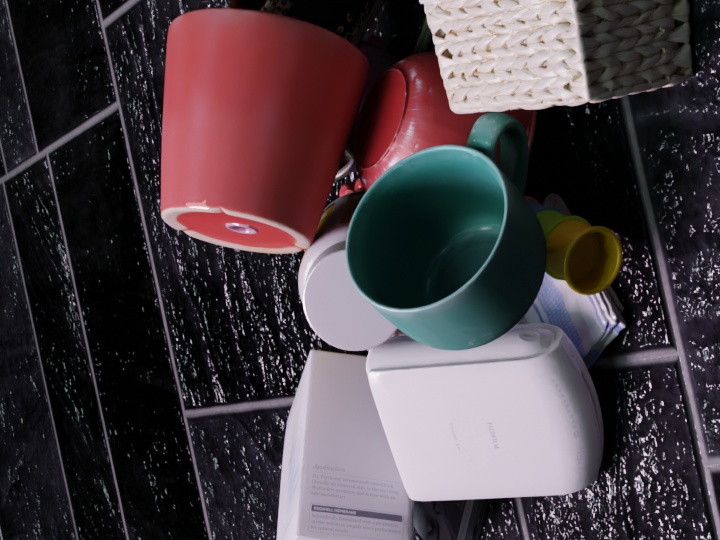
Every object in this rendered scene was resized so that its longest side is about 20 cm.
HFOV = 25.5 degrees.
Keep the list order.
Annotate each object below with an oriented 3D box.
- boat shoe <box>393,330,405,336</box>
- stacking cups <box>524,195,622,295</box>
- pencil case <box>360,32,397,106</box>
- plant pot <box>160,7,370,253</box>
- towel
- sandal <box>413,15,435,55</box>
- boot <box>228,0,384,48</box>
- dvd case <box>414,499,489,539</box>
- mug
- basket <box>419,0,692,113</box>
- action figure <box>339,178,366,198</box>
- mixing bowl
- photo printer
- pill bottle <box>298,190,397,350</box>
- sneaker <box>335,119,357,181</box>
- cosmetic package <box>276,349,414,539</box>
[{"bbox_3d":[0.065,0.068,1.614,0.200,0.071,0.073,158,100,-67],"label":"boat shoe"},{"bbox_3d":[0.148,-0.035,1.405,0.200,0.060,0.061,31,126,57],"label":"stacking cups"},{"bbox_3d":[-0.022,-0.167,1.695,0.200,0.087,0.088,-50,57,55],"label":"pencil case"},{"bbox_3d":[-0.098,-0.120,1.461,0.200,0.199,0.179,-14,64,61],"label":"plant pot"},{"bbox_3d":[0.169,0.040,1.485,0.148,0.024,0.200,65,149,25],"label":"towel"},{"bbox_3d":[0.095,-0.252,1.463,0.201,0.079,0.058,129,137,-55],"label":"sandal"},{"bbox_3d":[-0.048,-0.285,1.564,0.073,0.150,0.202,14,77,37],"label":"boot"},{"bbox_3d":[0.072,0.221,1.730,0.200,0.016,0.150,48,139,42],"label":"dvd case"},{"bbox_3d":[0.091,-0.021,1.327,0.184,0.114,0.153,-36,50,10],"label":"mug"},{"bbox_3d":[0.160,-0.199,1.293,0.199,0.135,0.125,2,105,56],"label":"basket"},{"bbox_3d":[0.025,-0.051,1.681,0.066,0.098,0.201,59,168,25],"label":"action figure"},{"bbox_3d":[0.062,-0.123,1.454,0.200,0.108,0.202,-43,37,46],"label":"mixing bowl"},{"bbox_3d":[0.120,0.131,1.452,0.198,0.070,0.168,-5,120,23],"label":"photo printer"},{"bbox_3d":[0.000,0.000,1.508,0.200,0.113,0.116,-76,-16,-74],"label":"pill bottle"},{"bbox_3d":[-0.050,-0.116,1.611,0.199,0.089,0.068,-19,87,42],"label":"sneaker"},{"bbox_3d":[-0.016,0.216,1.641,0.200,0.122,0.202,110,167,-61],"label":"cosmetic package"}]
